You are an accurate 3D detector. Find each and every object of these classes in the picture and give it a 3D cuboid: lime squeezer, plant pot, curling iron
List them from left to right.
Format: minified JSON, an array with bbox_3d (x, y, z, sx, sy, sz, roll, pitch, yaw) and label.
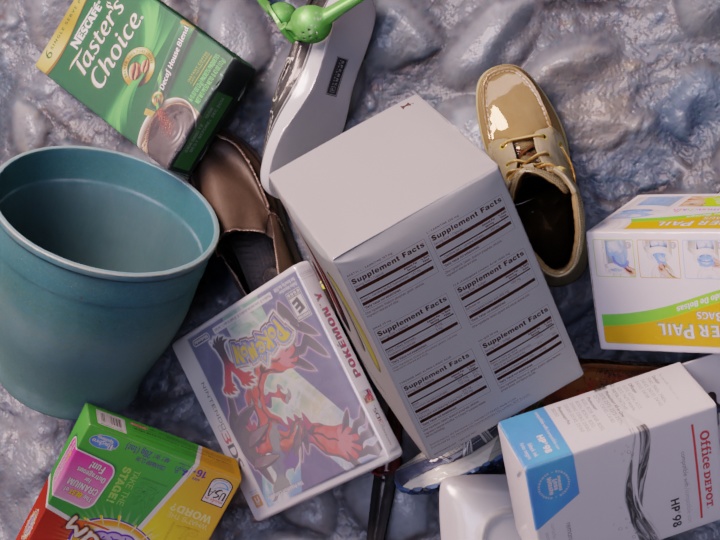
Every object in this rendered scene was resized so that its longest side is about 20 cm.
[{"bbox_3d":[-0.243,0.022,1.413,0.199,0.200,0.189,28,121,14],"label":"plant pot"},{"bbox_3d":[-0.053,-0.234,1.402,0.199,0.038,0.071,9,80,47],"label":"lime squeezer"},{"bbox_3d":[0.025,0.175,1.415,0.025,0.050,0.201,12,100,-12],"label":"curling iron"}]

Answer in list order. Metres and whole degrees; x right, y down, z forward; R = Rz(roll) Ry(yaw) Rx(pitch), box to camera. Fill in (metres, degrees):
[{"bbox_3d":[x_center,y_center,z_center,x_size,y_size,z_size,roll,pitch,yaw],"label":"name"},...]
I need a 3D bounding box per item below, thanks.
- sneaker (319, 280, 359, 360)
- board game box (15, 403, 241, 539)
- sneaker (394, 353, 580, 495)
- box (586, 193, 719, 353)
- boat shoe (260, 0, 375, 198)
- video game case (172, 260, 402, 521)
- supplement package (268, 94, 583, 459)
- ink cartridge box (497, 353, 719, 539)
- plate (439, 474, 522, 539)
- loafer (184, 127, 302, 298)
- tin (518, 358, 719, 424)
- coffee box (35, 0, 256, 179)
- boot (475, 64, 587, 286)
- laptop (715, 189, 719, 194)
[{"bbox_3d":[0.000,0.000,1.425,0.076,0.075,0.201,38,100,41],"label":"sneaker"},{"bbox_3d":[-0.218,0.234,1.426,0.152,0.040,0.201,23,106,-21],"label":"board game box"},{"bbox_3d":[0.111,0.126,1.385,0.199,0.077,0.086,-30,74,3],"label":"sneaker"},{"bbox_3d":[0.296,0.001,1.271,0.199,0.112,0.102,1,108,33],"label":"box"},{"bbox_3d":[-0.046,-0.163,1.442,0.057,0.068,0.201,28,97,45],"label":"boat shoe"},{"bbox_3d":[-0.070,0.110,1.396,0.200,0.023,0.183,-31,84,44],"label":"video game case"},{"bbox_3d":[0.050,0.001,1.281,0.147,0.191,0.201,-29,118,-5],"label":"supplement package"},{"bbox_3d":[0.218,0.151,1.257,0.199,0.067,0.116,-18,121,-7],"label":"ink cartridge box"},{"bbox_3d":[0.167,0.270,1.337,0.199,0.032,0.201,-1,87,-11],"label":"plate"},{"bbox_3d":[-0.104,-0.044,1.444,0.073,0.071,0.201,-32,80,12],"label":"loafer"},{"bbox_3d":[0.228,0.132,1.324,0.199,0.042,0.113,4,94,-11],"label":"tin"},{"bbox_3d":[-0.201,-0.186,1.466,0.200,0.044,0.123,39,100,29],"label":"coffee box"},{"bbox_3d":[0.141,-0.086,1.332,0.072,0.155,0.201,-15,86,8],"label":"boot"},{"bbox_3d":[0.369,-0.018,1.290,0.187,0.116,0.200,45,99,13],"label":"laptop"}]
